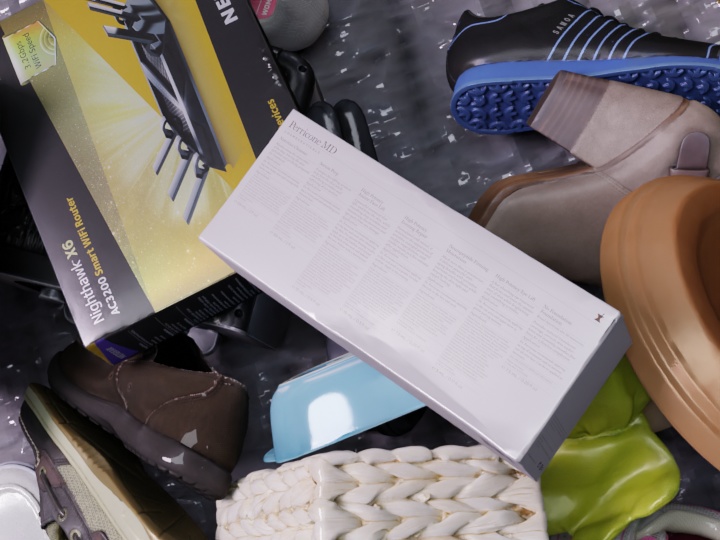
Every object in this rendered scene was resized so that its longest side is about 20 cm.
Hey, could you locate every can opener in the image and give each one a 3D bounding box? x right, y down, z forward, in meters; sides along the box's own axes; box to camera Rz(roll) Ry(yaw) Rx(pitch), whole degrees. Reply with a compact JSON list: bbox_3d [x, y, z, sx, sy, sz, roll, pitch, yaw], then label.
[{"bbox_3d":[0.000,0.000,0.868,0.078,0.063,0.202,-7,100,24],"label":"can opener"}]

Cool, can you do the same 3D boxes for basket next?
[{"bbox_3d":[0.004,0.161,0.770,0.134,0.200,0.125,0,77,-21],"label":"basket"}]

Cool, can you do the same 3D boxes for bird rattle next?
[{"bbox_3d":[0.139,0.062,0.826,0.162,0.199,0.114,7,114,42],"label":"bird rattle"}]

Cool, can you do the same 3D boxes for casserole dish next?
[{"bbox_3d":[0.034,0.048,0.782,0.198,0.121,0.039,-24,88,10],"label":"casserole dish"}]

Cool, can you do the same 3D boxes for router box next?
[{"bbox_3d":[-0.111,-0.073,0.825,0.156,0.052,0.201,-27,72,2],"label":"router box"}]

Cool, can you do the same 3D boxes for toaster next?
[{"bbox_3d":[-0.120,-0.059,0.912,0.179,0.119,0.202,12,78,12],"label":"toaster"}]

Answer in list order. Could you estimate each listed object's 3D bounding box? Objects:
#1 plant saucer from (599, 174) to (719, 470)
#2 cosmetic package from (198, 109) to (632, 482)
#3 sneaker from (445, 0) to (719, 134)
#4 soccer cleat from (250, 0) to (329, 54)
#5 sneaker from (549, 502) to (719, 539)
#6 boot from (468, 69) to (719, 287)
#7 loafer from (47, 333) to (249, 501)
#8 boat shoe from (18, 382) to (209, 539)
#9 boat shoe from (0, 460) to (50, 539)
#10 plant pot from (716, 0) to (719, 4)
[{"bbox_3d":[0.213,0.028,0.772,0.037,0.199,0.201,-46,67,41],"label":"plant saucer"},{"bbox_3d":[0.024,0.009,0.713,0.199,0.051,0.083,34,85,26],"label":"cosmetic package"},{"bbox_3d":[0.151,-0.130,0.912,0.198,0.070,0.079,1,55,1],"label":"sneaker"},{"bbox_3d":[-0.115,-0.195,0.965,0.198,0.086,0.071,14,78,13],"label":"soccer cleat"},{"bbox_3d":[0.142,0.162,0.824,0.198,0.088,0.082,-6,74,8],"label":"sneaker"},{"bbox_3d":[0.140,-0.017,0.883,0.145,0.070,0.201,30,111,-4],"label":"boot"},{"bbox_3d":[-0.115,0.071,0.863,0.199,0.073,0.072,22,76,53],"label":"loafer"},{"bbox_3d":[-0.157,0.134,0.861,0.066,0.072,0.201,-55,44,1],"label":"boat shoe"},{"bbox_3d":[-0.197,0.207,0.870,0.074,0.086,0.204,-14,74,5],"label":"boat shoe"},{"bbox_3d":[0.283,-0.258,0.856,0.195,0.200,0.195,-40,72,-2],"label":"plant pot"}]
